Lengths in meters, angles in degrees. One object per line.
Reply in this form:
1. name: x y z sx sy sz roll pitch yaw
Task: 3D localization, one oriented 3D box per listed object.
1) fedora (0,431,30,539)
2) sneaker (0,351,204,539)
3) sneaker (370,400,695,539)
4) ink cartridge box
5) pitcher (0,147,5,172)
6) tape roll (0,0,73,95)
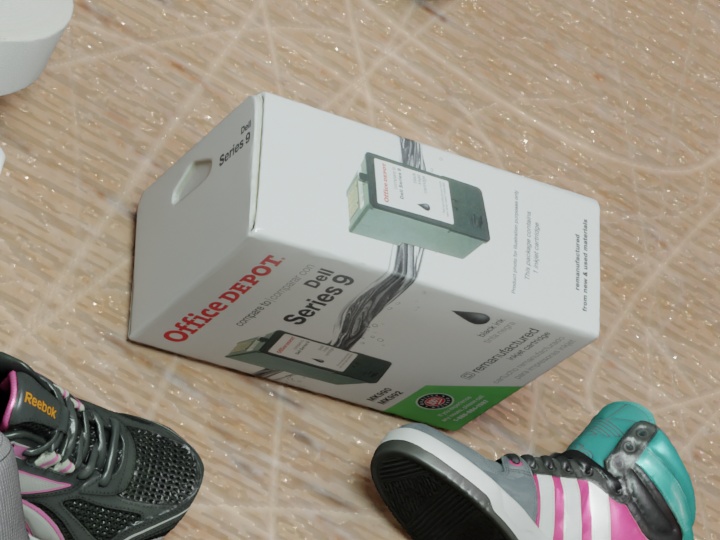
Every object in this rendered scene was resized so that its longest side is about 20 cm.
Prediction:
1. fedora: -0.210 0.106 1.072 0.200 0.090 0.177 5 18 8
2. sneaker: -0.159 0.080 1.185 0.200 0.086 0.080 13 61 -28
3. sneaker: 0.104 0.111 1.339 0.200 0.084 0.121 39 56 -20
4. ink cartridge box: 0.000 0.000 1.293 0.200 0.146 0.084 16 59 -24
5. pitcher: -0.267 -0.029 1.107 0.200 0.121 0.172 19 45 -10
6. tape roll: -0.236 -0.157 1.233 0.203 0.037 0.203 26 25 -13
